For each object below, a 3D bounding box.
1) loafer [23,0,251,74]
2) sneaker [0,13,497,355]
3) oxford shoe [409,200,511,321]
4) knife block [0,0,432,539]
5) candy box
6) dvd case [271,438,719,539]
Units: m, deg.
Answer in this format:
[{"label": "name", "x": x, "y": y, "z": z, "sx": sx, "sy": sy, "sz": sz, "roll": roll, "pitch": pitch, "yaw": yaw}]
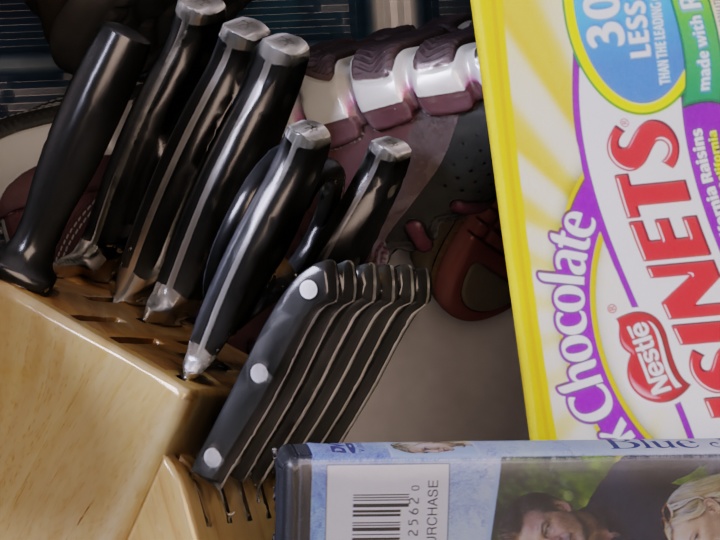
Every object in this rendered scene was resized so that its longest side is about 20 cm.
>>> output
[{"label": "loafer", "x": -0.036, "y": -0.138, "z": 0.780, "sx": 0.071, "sy": 0.073, "sz": 0.200, "roll": 30, "pitch": 71, "yaw": 12}, {"label": "sneaker", "x": 0.000, "y": 0.000, "z": 0.743, "sx": 0.199, "sy": 0.076, "sz": 0.116, "roll": -8, "pitch": 99, "yaw": 28}, {"label": "oxford shoe", "x": 0.058, "y": -0.083, "z": 0.794, "sx": 0.075, "sy": 0.070, "sz": 0.201, "roll": 27, "pitch": 86, "yaw": 27}, {"label": "knife block", "x": -0.074, "y": 0.035, "z": 0.694, "sx": 0.199, "sy": 0.064, "sz": 0.176, "roll": -20, "pitch": 79, "yaw": 24}, {"label": "candy box", "x": 0.083, "y": -0.009, "z": 0.661, "sx": 0.102, "sy": 0.026, "sz": 0.201, "roll": -5, "pitch": 102, "yaw": 16}, {"label": "dvd case", "x": 0.078, "y": 0.108, "z": 0.645, "sx": 0.199, "sy": 0.018, "sz": 0.143, "roll": 0, "pitch": 100, "yaw": -9}]
